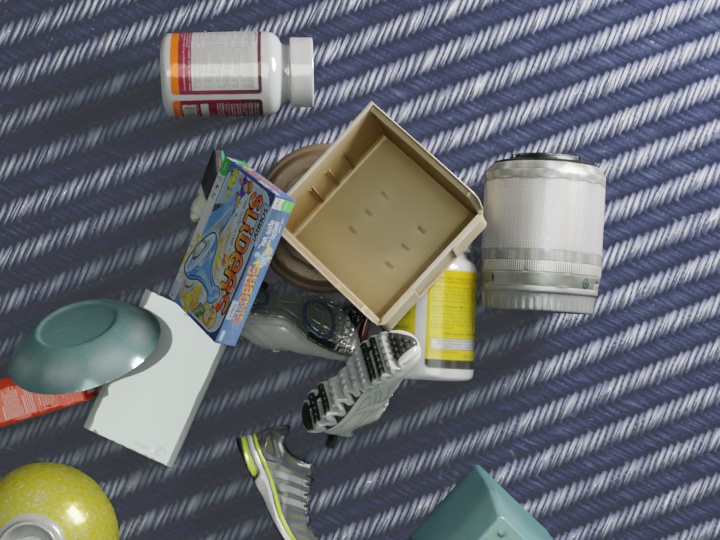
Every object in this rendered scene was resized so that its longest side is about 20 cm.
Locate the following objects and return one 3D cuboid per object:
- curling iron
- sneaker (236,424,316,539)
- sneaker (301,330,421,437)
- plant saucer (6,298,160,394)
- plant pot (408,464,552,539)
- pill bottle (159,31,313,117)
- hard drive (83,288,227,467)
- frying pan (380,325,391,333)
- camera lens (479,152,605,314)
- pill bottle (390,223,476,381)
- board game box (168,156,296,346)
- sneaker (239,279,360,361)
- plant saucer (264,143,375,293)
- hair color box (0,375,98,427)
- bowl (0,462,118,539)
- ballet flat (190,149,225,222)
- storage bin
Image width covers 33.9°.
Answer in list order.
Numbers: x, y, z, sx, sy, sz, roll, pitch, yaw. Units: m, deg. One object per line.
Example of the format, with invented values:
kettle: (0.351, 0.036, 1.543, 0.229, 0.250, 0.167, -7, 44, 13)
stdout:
curling iron: (-0.023, 0.141, 1.591, 0.049, 0.026, 0.203, 11, 98, 12)
sneaker: (-0.089, 0.297, 1.568, 0.080, 0.074, 0.202, -27, 91, -6)
sneaker: (0.012, 0.149, 1.524, 0.081, 0.076, 0.200, 28, 126, -33)
plant saucer: (-0.356, 0.083, 1.503, 0.198, 0.202, 0.039, -13, 121, -3)
plant pot: (0.165, 0.358, 1.511, 0.141, 0.200, 0.141, 43, 87, 0)
pill bottle: (-0.161, -0.260, 1.565, 0.197, 0.110, 0.111, -2, 88, -3)
hard drive: (-0.270, 0.144, 1.587, 0.131, 0.026, 0.202, 24, 86, -1)
frying pan: (0.011, -0.014, 1.601, 0.190, 0.031, 0.115, 43, 90, -2)
camera lens: (0.238, -0.047, 1.549, 0.158, 0.160, 0.203, 3, 88, -2)
pill bottle: (0.097, 0.042, 1.563, 0.113, 0.114, 0.203, 3, 88, -2)
board game box: (-0.164, -0.025, 1.489, 0.034, 0.135, 0.202, 13, 105, -41)
sneaker: (-0.095, 0.073, 1.560, 0.198, 0.087, 0.075, 22, 50, 0)
plant saucer: (-0.047, -0.071, 1.577, 0.197, 0.029, 0.203, 0, 88, 1)
hair color box: (-0.452, 0.167, 1.540, 0.198, 0.102, 0.062, -17, 90, -4)
bowl: (-0.420, 0.356, 1.531, 0.197, 0.108, 0.203, 0, 88, -2)
ballet flat: (-0.189, -0.058, 1.578, 0.072, 0.073, 0.202, -15, 91, -3)
storage bin: (0.023, -0.063, 1.490, 0.198, 0.094, 0.200, 43, 88, 20)
